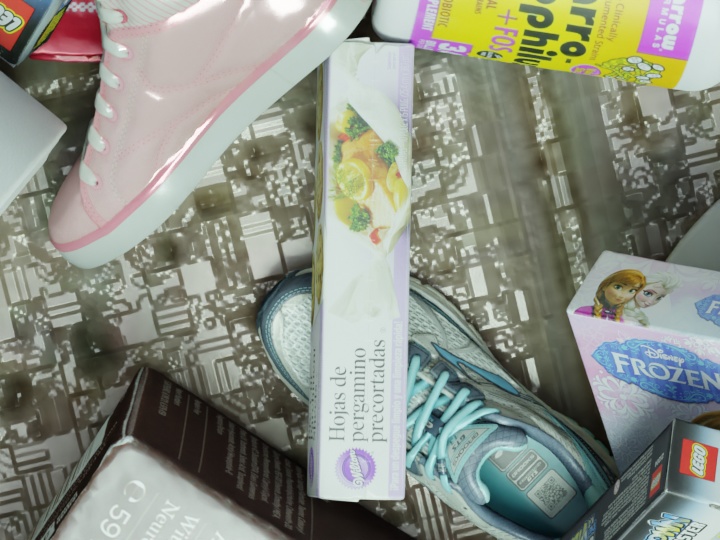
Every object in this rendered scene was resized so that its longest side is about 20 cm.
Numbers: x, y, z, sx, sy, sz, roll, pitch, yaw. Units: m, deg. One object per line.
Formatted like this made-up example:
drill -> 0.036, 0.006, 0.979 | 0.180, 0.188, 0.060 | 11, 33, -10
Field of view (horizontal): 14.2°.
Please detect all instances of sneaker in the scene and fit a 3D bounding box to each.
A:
sneaker -> -0.094, -0.093, 1.259 | 0.105, 0.075, 0.200 | 36, 119, -23
sneaker -> 0.043, 0.065, 1.305 | 0.200, 0.086, 0.078 | 33, 96, -5

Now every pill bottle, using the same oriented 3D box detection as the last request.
pill bottle -> 0.110, -0.137, 1.270 | 0.200, 0.104, 0.104 | 8, 98, -2

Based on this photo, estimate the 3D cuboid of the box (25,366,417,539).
box -> -0.063, 0.173, 1.277 | 0.200, 0.164, 0.166 | 33, 96, -5

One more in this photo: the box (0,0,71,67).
box -> -0.191, -0.201, 1.246 | 0.200, 0.040, 0.137 | 38, 123, 1

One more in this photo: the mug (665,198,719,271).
mug -> 0.246, 0.047, 1.268 | 0.133, 0.178, 0.200 | -40, 101, 1

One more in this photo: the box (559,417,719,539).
box -> 0.145, 0.130, 1.231 | 0.110, 0.200, 0.035 | 17, 60, -10

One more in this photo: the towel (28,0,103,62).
towel -> -0.083, -0.192, 1.300 | 0.144, 0.022, 0.200 | 3, 98, -3

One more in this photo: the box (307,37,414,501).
box -> 0.000, 0.000, 1.260 | 0.039, 0.041, 0.200 | 2, 88, -7

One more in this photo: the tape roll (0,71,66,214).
tape roll -> -0.213, -0.006, 1.232 | 0.071, 0.202, 0.202 | 40, 95, -6

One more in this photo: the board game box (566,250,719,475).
board game box -> 0.203, 0.090, 1.235 | 0.200, 0.041, 0.200 | 10, 139, 33
